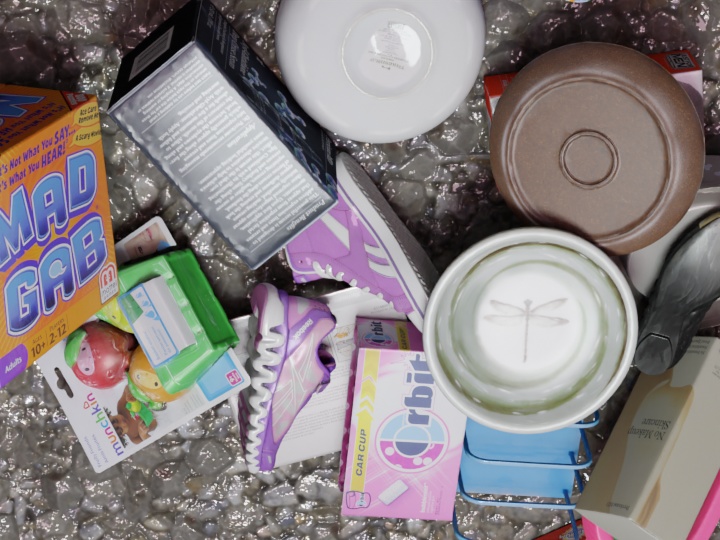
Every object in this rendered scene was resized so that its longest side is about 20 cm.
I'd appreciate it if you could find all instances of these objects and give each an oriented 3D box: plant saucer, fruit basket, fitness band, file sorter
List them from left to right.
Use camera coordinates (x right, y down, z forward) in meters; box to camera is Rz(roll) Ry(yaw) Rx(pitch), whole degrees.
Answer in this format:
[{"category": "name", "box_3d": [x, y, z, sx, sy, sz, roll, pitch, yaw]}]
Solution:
[{"category": "fruit basket", "box_3d": [-0.227, 0.074, 1.709, 0.199, 0.094, 0.186, -29, 86, 16]}, {"category": "file sorter", "box_3d": [0.164, 0.164, 1.771, 0.138, 0.123, 0.201, 3, 114, -5]}, {"category": "plant saucer", "box_3d": [0.156, 0.051, 1.640, 0.198, 0.050, 0.202, 0, 107, -1]}, {"category": "plant saucer", "box_3d": [0.209, -0.104, 1.596, 0.199, 0.034, 0.202, 6, 109, 18]}, {"category": "fitness band", "box_3d": [0.306, 0.218, 1.800, 0.143, 0.037, 0.201, 33, 79, -22]}]

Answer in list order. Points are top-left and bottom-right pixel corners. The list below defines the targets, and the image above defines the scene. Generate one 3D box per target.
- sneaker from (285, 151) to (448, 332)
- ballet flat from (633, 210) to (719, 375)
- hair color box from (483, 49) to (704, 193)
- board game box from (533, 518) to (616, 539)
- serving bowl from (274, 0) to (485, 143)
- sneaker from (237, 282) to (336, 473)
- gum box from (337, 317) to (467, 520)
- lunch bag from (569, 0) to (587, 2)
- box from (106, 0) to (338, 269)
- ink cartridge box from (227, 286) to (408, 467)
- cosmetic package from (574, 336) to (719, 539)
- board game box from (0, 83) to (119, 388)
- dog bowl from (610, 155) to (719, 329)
[{"category": "sneaker", "box_3d": [0.000, 0.000, 1.693, 0.114, 0.073, 0.201, -38, 78, 16]}, {"category": "ballet flat", "box_3d": [0.307, 0.015, 1.670, 0.066, 0.057, 0.201, 25, 127, -1]}, {"category": "hair color box", "box_3d": [0.221, -0.140, 1.668, 0.198, 0.061, 0.102, -8, 115, 1]}, {"category": "board game box", "box_3d": [0.278, 0.329, 1.896, 0.199, 0.040, 0.154, -26, 113, 9]}, {"category": "serving bowl", "box_3d": [0.022, -0.207, 1.619, 0.198, 0.066, 0.202, -2, 111, -5]}, {"category": "sneaker", "box_3d": [-0.070, 0.109, 1.716, 0.088, 0.081, 0.201, 3, 116, -16]}, {"category": "gum box", "box_3d": [0.043, 0.153, 1.743, 0.113, 0.066, 0.201, 3, 115, -6]}, {"category": "lunch bag", "box_3d": [0.152, -0.336, 1.569, 0.199, 0.076, 0.161, 25, 113, -14]}, {"category": "box", "box_3d": [-0.122, -0.128, 1.611, 0.107, 0.149, 0.200, -37, 111, 14]}, {"category": "ink cartridge box", "box_3d": [-0.038, 0.098, 1.775, 0.199, 0.045, 0.177, -14, 114, 4]}, {"category": "cosmetic package", "box_3d": [0.299, 0.166, 1.719, 0.071, 0.105, 0.201, 34, 73, -21]}, {"category": "board game box", "box_3d": [-0.359, -0.041, 1.577, 0.199, 0.200, 0.201, 9, 117, 23]}, {"category": "dog bowl", "box_3d": [0.322, -0.028, 1.691, 0.198, 0.059, 0.201, -3, 138, -3]}]
